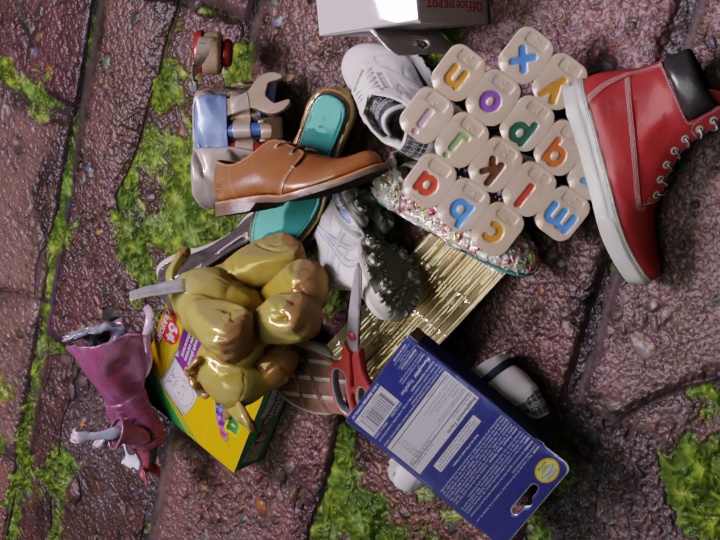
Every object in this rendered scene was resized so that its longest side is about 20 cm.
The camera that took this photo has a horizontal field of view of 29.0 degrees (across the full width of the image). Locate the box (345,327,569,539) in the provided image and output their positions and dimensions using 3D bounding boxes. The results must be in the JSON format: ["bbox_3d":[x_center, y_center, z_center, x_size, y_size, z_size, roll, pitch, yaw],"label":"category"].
[{"bbox_3d":[0.097,0.164,1.358,0.200,0.032,0.121,39,116,9],"label":"box"}]

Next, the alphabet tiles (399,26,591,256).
[{"bbox_3d":[0.141,-0.120,1.309,0.200,0.015,0.196,35,103,-7],"label":"alphabet tiles"}]

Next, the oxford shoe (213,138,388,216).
[{"bbox_3d":[-0.067,-0.103,1.412,0.200,0.071,0.071,-8,90,25],"label":"oxford shoe"}]

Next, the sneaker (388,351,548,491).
[{"bbox_3d":[0.105,0.172,1.416,0.081,0.076,0.200,47,124,11],"label":"sneaker"}]

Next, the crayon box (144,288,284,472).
[{"bbox_3d":[-0.160,0.102,1.620,0.172,0.058,0.200,35,117,28],"label":"crayon box"}]

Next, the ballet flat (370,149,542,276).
[{"bbox_3d":[0.095,-0.061,1.380,0.200,0.076,0.064,28,124,24],"label":"ballet flat"}]

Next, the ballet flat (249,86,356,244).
[{"bbox_3d":[-0.054,-0.102,1.480,0.069,0.063,0.200,31,108,6],"label":"ballet flat"}]

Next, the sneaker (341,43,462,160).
[{"bbox_3d":[0.028,-0.175,1.401,0.200,0.080,0.077,46,128,43],"label":"sneaker"}]

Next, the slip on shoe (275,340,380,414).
[{"bbox_3d":[-0.007,0.117,1.493,0.200,0.061,0.076,6,98,30],"label":"slip on shoe"}]

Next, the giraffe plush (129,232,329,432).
[{"bbox_3d":[-0.124,0.076,1.444,0.200,0.173,0.162,-3,125,9],"label":"giraffe plush"}]

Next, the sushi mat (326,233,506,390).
[{"bbox_3d":[0.058,0.038,1.428,0.200,0.012,0.096,-47,65,10],"label":"sushi mat"}]

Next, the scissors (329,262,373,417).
[{"bbox_3d":[-0.013,0.072,1.397,0.073,0.014,0.200,20,132,41],"label":"scissors"}]

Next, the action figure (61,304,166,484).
[{"bbox_3d":[-0.271,0.152,1.638,0.149,0.134,0.200,-25,98,-4],"label":"action figure"}]

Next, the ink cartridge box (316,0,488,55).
[{"bbox_3d":[0.036,-0.308,1.360,0.125,0.128,0.200,0,97,38],"label":"ink cartridge box"}]

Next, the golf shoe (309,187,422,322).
[{"bbox_3d":[0.000,0.000,1.433,0.097,0.078,0.200,-50,34,23],"label":"golf shoe"}]

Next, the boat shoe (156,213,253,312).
[{"bbox_3d":[-0.132,-0.014,1.537,0.200,0.067,0.057,-27,52,9],"label":"boat shoe"}]

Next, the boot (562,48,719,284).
[{"bbox_3d":[0.278,-0.091,1.256,0.144,0.072,0.200,-14,103,17],"label":"boot"}]

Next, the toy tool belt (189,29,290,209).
[{"bbox_3d":[-0.120,-0.162,1.529,0.123,0.125,0.200,1,104,0],"label":"toy tool belt"}]

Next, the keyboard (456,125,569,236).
[{"bbox_3d":[0.126,-0.105,1.381,0.200,0.040,0.104,22,111,32],"label":"keyboard"}]
